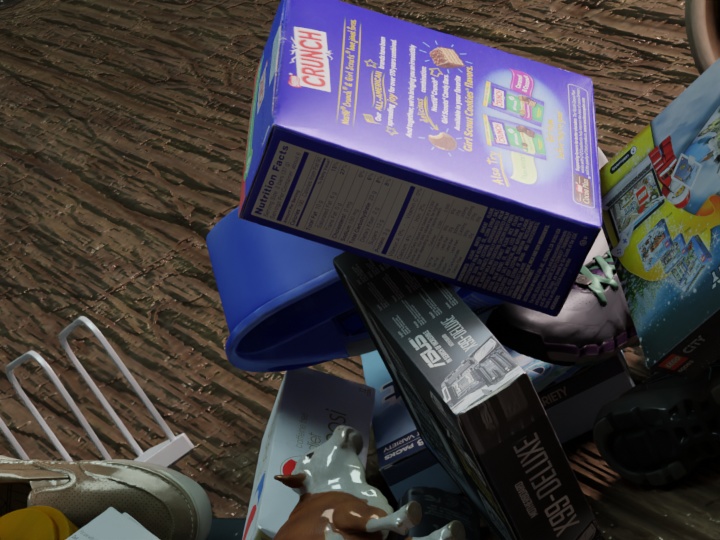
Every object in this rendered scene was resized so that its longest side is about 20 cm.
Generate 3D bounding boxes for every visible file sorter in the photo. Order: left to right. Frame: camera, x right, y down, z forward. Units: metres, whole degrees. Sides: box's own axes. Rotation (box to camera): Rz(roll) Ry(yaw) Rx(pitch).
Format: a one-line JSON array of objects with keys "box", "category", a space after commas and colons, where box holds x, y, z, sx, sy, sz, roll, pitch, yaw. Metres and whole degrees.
[{"box": [-0.242, 0.138, 1.927, 0.200, 0.125, 0.139, -35, 2, -17], "category": "file sorter"}]

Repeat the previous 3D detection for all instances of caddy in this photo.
[{"box": [0.000, 0.000, 1.742, 0.200, 0.105, 0.141, -27, -20, 14], "category": "caddy"}]

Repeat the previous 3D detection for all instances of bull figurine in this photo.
[{"box": [-0.018, 0.170, 1.568, 0.121, 0.065, 0.200, -11, 36, 40], "category": "bull figurine"}]

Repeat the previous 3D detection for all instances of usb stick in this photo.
[{"box": [0.047, 0.185, 1.605, 0.200, 0.055, 0.033, -88, 19, -66], "category": "usb stick"}]

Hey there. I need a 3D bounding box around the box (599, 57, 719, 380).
[{"box": [0.219, -0.050, 1.543, 0.200, 0.038, 0.137, -44, 47, 36], "category": "box"}]

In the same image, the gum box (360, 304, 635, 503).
[{"box": [0.089, 0.069, 1.827, 0.170, 0.045, 0.200, -26, 20, 6], "category": "gum box"}]

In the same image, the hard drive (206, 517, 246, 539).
[{"box": [-0.148, 0.213, 1.810, 0.200, 0.033, 0.140, -5, 31, 47], "category": "hard drive"}]

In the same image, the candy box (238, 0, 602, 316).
[{"box": [0.035, -0.073, 1.618, 0.169, 0.199, 0.077, -85, 16, -56], "category": "candy box"}]

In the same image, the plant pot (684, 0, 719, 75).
[{"box": [0.322, -0.182, 1.965, 0.200, 0.201, 0.175, -29, 1, -1], "category": "plant pot"}]

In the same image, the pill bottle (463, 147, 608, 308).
[{"box": [0.068, -0.029, 1.863, 0.200, 0.112, 0.112, -9, 28, 41], "category": "pill bottle"}]

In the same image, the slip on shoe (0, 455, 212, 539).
[{"box": [-0.195, 0.157, 1.782, 0.199, 0.076, 0.061, 9, 13, 21], "category": "slip on shoe"}]

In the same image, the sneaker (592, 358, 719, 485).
[{"box": [0.226, 0.073, 1.599, 0.200, 0.076, 0.079, -7, 27, 44], "category": "sneaker"}]

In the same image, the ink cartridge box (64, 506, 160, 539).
[{"box": [-0.173, 0.254, 1.582, 0.200, 0.146, 0.084, -36, 23, -17], "category": "ink cartridge box"}]

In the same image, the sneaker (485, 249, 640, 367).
[{"box": [0.156, 0.003, 1.714, 0.074, 0.088, 0.200, 30, 24, 36], "category": "sneaker"}]

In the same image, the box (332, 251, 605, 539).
[{"box": [0.065, 0.082, 1.609, 0.050, 0.158, 0.200, -31, 34, -5], "category": "box"}]

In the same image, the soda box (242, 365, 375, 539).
[{"box": [-0.035, 0.142, 1.738, 0.063, 0.068, 0.200, 17, 28, -5], "category": "soda box"}]

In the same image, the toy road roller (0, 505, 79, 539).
[{"box": [-0.246, 0.228, 1.690, 0.200, 0.146, 0.123, -49, 29, -14], "category": "toy road roller"}]
